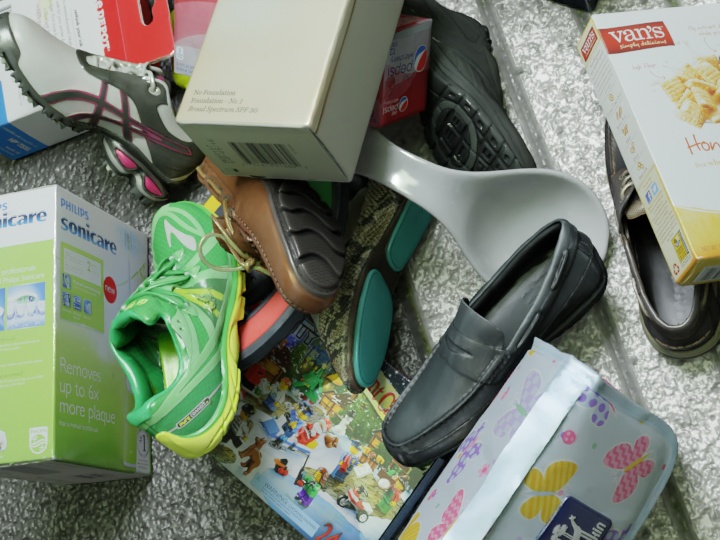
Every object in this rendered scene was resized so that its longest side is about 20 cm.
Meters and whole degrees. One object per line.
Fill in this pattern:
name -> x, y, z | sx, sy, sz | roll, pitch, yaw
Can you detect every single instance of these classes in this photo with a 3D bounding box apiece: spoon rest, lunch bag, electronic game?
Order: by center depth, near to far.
lunch bag -> 0.112, 0.145, 0.756 | 0.127, 0.200, 0.170 | 34, 88, 23
spoon rest -> 0.085, -0.043, 0.852 | 0.198, 0.061, 0.100 | 25, 99, -8
electronic game -> -0.085, -0.011, 0.905 | 0.199, 0.041, 0.202 | -29, 42, 31

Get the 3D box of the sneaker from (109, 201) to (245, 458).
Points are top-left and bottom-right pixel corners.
sneaker -> -0.128, 0.028, 0.831 | 0.074, 0.083, 0.202 | -34, 48, 31

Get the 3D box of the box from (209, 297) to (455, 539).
box -> -0.035, 0.112, 0.901 | 0.199, 0.038, 0.137 | 36, 89, 23

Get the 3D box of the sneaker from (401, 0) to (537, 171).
sneaker -> 0.076, -0.145, 0.909 | 0.090, 0.076, 0.201 | -33, 84, -33

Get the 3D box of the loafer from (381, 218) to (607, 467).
loafer -> 0.083, 0.047, 0.820 | 0.201, 0.070, 0.068 | -46, 39, -2

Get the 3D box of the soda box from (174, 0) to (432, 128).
soda box -> -0.046, -0.164, 0.889 | 0.198, 0.063, 0.071 | 19, 118, 31

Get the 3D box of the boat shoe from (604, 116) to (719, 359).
boat shoe -> 0.213, -0.042, 0.837 | 0.074, 0.073, 0.202 | -15, 72, 14

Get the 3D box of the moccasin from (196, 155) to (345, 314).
moccasin -> -0.069, -0.033, 0.824 | 0.078, 0.073, 0.202 | -51, 45, 15

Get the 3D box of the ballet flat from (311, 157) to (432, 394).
ballet flat -> 0.000, 0.000, 0.887 | 0.074, 0.068, 0.202 | 4, 57, 26

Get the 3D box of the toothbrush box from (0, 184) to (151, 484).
toothbrush box -> -0.230, 0.055, 0.923 | 0.085, 0.146, 0.203 | -9, 73, 16

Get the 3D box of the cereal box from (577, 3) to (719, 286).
cereal box -> 0.245, -0.092, 0.810 | 0.142, 0.040, 0.202 | -8, 62, -16

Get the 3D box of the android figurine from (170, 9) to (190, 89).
android figurine -> -0.072, -0.194, 0.991 | 0.180, 0.041, 0.203 | -10, 72, 16

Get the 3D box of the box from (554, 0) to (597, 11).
box -> 0.094, -0.298, 0.901 | 0.198, 0.148, 0.108 | 24, 85, 22

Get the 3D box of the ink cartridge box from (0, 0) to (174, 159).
ink cartridge box -> -0.240, -0.187, 1.029 | 0.198, 0.067, 0.118 | -18, 71, 14

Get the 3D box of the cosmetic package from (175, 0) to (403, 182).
cosmetic package -> -0.035, -0.163, 0.787 | 0.102, 0.073, 0.202 | 4, 68, 26

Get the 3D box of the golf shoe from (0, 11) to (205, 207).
golf shoe -> -0.200, -0.143, 0.943 | 0.088, 0.200, 0.078 | -38, 37, 12
